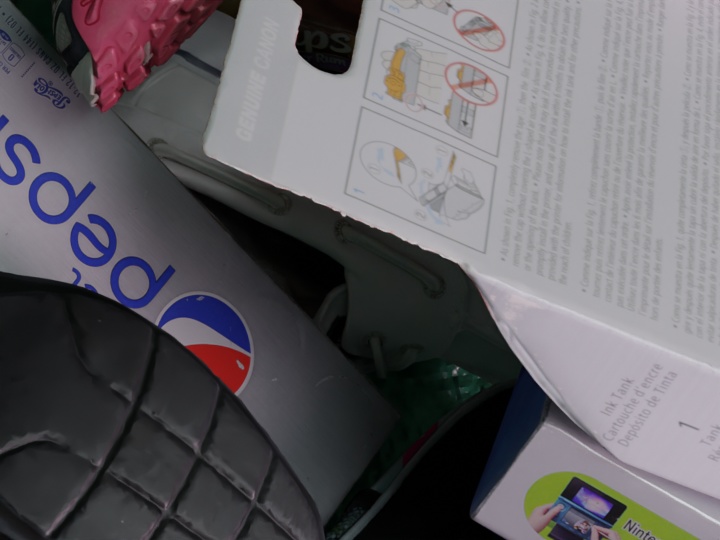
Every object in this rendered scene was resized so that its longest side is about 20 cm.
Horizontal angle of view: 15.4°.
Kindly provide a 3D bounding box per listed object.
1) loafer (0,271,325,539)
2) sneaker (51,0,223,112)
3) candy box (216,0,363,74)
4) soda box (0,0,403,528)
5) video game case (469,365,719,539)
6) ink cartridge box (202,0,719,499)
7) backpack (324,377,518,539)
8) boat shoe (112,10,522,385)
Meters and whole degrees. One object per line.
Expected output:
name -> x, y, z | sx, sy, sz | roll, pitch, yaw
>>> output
loafer -> -0.102, 0.039, 0.710 | 0.200, 0.072, 0.073 | 33, 61, -1
sneaker -> -0.067, -0.113, 0.753 | 0.075, 0.081, 0.200 | 39, 22, -21
candy box -> 0.044, -0.137, 0.842 | 0.116, 0.057, 0.200 | 19, 66, 16
soda box -> -0.085, 0.002, 0.765 | 0.200, 0.063, 0.068 | 46, 59, -17
video game case -> 0.140, 0.038, 0.754 | 0.181, 0.045, 0.200 | 30, 39, -5
ink cartridge box -> 0.057, -0.027, 0.700 | 0.199, 0.057, 0.163 | 19, 41, -7
backpack -> 0.065, 0.130, 0.761 | 0.177, 0.151, 0.200 | 25, 46, 15
boat shoe -> 0.000, 0.000, 0.822 | 0.200, 0.074, 0.065 | 34, 69, -11
